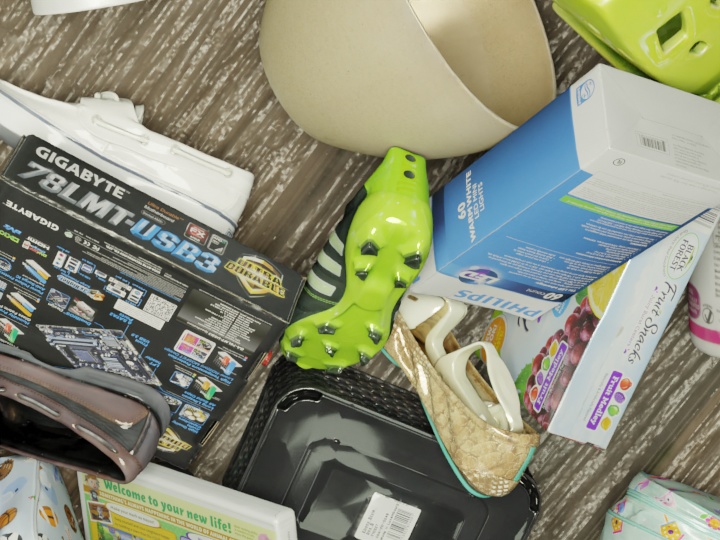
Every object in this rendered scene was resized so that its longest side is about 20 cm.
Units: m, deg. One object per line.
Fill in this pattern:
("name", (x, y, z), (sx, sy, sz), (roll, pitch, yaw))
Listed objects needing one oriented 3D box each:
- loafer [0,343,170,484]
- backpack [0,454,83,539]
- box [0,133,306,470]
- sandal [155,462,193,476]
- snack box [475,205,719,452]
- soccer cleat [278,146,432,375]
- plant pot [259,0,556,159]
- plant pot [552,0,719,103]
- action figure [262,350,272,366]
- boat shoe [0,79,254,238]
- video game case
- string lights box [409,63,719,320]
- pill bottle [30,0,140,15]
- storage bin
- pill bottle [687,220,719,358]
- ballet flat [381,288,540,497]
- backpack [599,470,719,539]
("loafer", (-0.228, 0.093, 0.969), (0.199, 0.063, 0.072), (10, 137, 8))
("backpack", (-0.254, 0.222, 0.994), (0.153, 0.200, 0.192), (-9, 117, -1))
("box", (-0.164, 0.030, 0.964), (0.199, 0.050, 0.199), (27, 137, -9))
("sandal", (-0.125, 0.239, 1.071), (0.076, 0.043, 0.201), (-21, 104, 1))
("snack box", (0.160, 0.000, 0.985), (0.053, 0.142, 0.201), (21, 101, -20))
("soccer cleat", (0.000, 0.000, 0.943), (0.067, 0.081, 0.200), (18, 145, -12))
("plant pot", (0.015, -0.150, 0.929), (0.134, 0.200, 0.201), (-26, 106, 28))
("plant pot", (0.197, -0.216, 0.900), (0.199, 0.200, 0.181), (-42, 137, 5))
("action figure", (-0.147, 0.003, 1.010), (0.199, 0.052, 0.066), (24, 95, -7))
("boat shoe", (-0.166, -0.085, 0.984), (0.199, 0.074, 0.066), (29, 79, -10))
("video game case", (-0.116, 0.226, 1.009), (0.199, 0.022, 0.183), (10, 112, 39))
("string lights box", (0.123, -0.040, 0.892), (0.102, 0.200, 0.059), (13, 60, -29))
("pill bottle", (-0.180, -0.265, 0.910), (0.111, 0.112, 0.201), (-9, 104, -2))
("storage bin", (0.011, 0.159, 1.038), (0.199, 0.094, 0.136), (23, 100, -9))
("pill bottle", (0.277, -0.047, 1.000), (0.113, 0.113, 0.201), (-6, 104, -3))
("ballet flat", (0.058, 0.057, 0.987), (0.065, 0.070, 0.200), (-46, 65, 25))
("backpack", (0.260, 0.231, 1.056), (0.199, 0.167, 0.127), (23, 81, -7))
